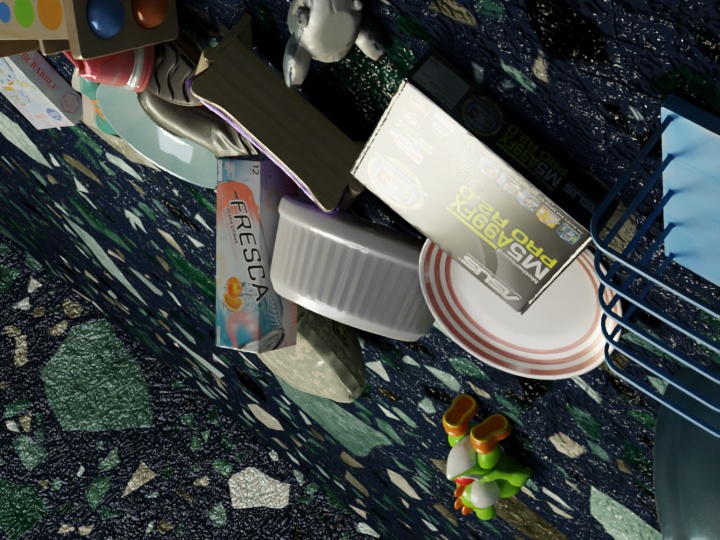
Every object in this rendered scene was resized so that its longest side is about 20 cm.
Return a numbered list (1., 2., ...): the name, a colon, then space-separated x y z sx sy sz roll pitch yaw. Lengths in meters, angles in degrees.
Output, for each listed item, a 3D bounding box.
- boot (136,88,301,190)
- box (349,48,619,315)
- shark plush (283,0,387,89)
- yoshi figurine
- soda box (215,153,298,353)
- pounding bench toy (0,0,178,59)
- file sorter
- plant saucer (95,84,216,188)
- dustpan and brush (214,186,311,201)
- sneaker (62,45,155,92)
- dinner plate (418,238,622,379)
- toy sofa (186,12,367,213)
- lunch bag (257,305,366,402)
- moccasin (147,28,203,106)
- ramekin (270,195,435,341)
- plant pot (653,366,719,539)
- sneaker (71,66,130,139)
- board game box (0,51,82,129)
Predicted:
1. boot: -0.139 -0.157 1.530 0.199 0.068 0.130 37 164 -33
2. box: 0.098 -0.069 1.175 0.199 0.044 0.160 40 150 2
3. shark plush: -0.043 -0.225 1.120 0.200 0.090 0.084 66 -179 -66
4. yoshi figurine: 0.173 0.250 1.888 0.110 0.113 0.202 -4 135 7
5. soda box: -0.108 -0.019 1.471 0.063 0.203 0.068 6 -170 36
6. pounding bench toy: -0.233 -0.273 1.295 0.154 0.199 0.126 7 110 36
7. file sorter: 0.241 0.008 0.971 0.138 0.123 0.201 33 163 27
8. plant saucer: -0.220 -0.174 1.675 0.199 0.039 0.202 26 158 11
9. dustpan and brush: -0.064 -0.025 1.550 0.138 0.057 0.202 -1 -122 -47
10. sneaker: -0.281 -0.265 1.429 0.201 0.086 0.074 57 133 29
11. dinner plate: 0.148 0.019 1.298 0.198 0.024 0.202 18 137 17
12. toy sofa: -0.075 -0.140 1.357 0.199 0.098 0.083 40 164 -3
13. lunch bag: -0.082 0.088 1.953 0.199 0.118 0.165 27 159 53
14. moccasin: -0.204 -0.227 1.471 0.201 0.077 0.075 31 119 44
15. ramekin: 0.000 0.000 1.415 0.200 0.095 0.202 19 -175 -2
16. plant pot: 0.335 0.171 1.116 0.133 0.202 0.201 -10 134 34
17. sneaker: -0.302 -0.221 1.740 0.079 0.072 0.200 27 163 5
18. board game box: -0.501 -0.292 2.046 0.200 0.041 0.199 48 163 -23
